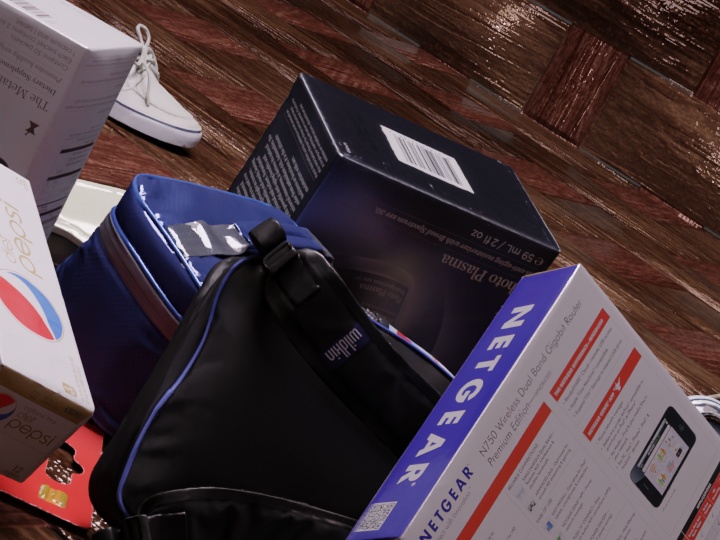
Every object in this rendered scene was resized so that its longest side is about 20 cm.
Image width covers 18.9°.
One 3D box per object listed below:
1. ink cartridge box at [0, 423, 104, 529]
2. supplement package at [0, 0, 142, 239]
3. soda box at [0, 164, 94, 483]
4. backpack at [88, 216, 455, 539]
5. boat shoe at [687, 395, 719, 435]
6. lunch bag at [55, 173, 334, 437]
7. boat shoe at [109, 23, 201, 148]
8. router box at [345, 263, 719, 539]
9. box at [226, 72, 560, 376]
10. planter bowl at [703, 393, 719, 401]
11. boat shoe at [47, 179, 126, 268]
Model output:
[{"bbox_3d":[-0.230,0.060,1.221,0.199,0.050,0.161,24,14,-10],"label":"ink cartridge box"},{"bbox_3d":[-0.243,-0.080,1.381,0.113,0.201,0.110,29,12,8],"label":"supplement package"},{"bbox_3d":[-0.207,0.017,1.184,0.068,0.064,0.200,32,24,-40],"label":"soda box"},{"bbox_3d":[-0.034,0.104,1.189,0.190,0.201,0.154,31,-8,-11],"label":"backpack"},{"bbox_3d":[0.229,0.171,1.325,0.070,0.201,0.091,-9,-10,-4],"label":"boat shoe"},{"bbox_3d":[-0.089,0.025,1.378,0.200,0.132,0.136,10,40,-55],"label":"lunch bag"},{"bbox_3d":[-0.229,-0.198,2.109,0.201,0.086,0.075,32,13,16],"label":"boat shoe"},{"bbox_3d":[0.108,0.129,1.149,0.180,0.200,0.049,50,-34,-19],"label":"router box"},{"bbox_3d":[0.000,0.000,1.553,0.199,0.199,0.123,21,25,-29],"label":"box"},{"bbox_3d":[0.241,0.189,1.436,0.200,0.201,0.135,29,-11,3],"label":"planter bowl"},{"bbox_3d":[-0.197,-0.022,1.494,0.201,0.060,0.072,23,43,-6],"label":"boat shoe"}]
